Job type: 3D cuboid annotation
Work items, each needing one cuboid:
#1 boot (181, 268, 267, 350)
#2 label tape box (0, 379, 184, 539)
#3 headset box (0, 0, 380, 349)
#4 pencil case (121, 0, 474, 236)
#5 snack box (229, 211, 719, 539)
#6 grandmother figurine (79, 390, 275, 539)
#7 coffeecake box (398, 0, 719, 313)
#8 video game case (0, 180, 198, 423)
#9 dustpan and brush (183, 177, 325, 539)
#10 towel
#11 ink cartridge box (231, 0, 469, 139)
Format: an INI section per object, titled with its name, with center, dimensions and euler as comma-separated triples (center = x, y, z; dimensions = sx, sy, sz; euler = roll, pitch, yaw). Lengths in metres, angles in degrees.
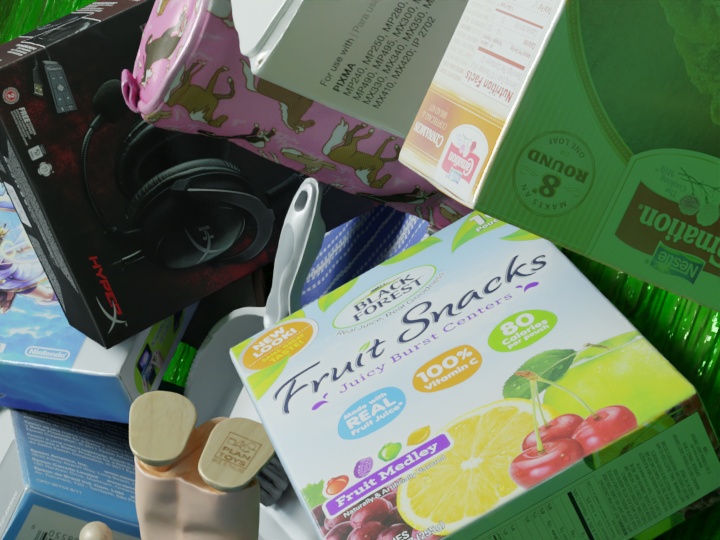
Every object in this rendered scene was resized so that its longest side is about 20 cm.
[boot]
center = -0.129, 0.016, 1.062
dimensions = 0.200, 0.146, 0.070
euler = -107, 16, -62
[label tape box]
center = -0.145, 0.116, 1.027
dimensions = 0.066, 0.143, 0.200
euler = -62, 25, 13
[headset box]
center = -0.081, -0.075, 0.923
dimensions = 0.200, 0.149, 0.077
euler = -27, 19, -17
[pencil case]
center = -0.006, -0.076, 0.822
dimensions = 0.083, 0.200, 0.087
euler = -19, 54, 59
[snack box]
center = 0.038, 0.056, 0.720
dimensions = 0.142, 0.053, 0.200
euler = -28, 27, -3
[grandmother figurine]
center = -0.077, 0.152, 0.896
dimensions = 0.061, 0.121, 0.200
euler = -49, -23, -44
[coffeecake box]
center = 0.128, -0.092, 0.612
dimensions = 0.200, 0.153, 0.073
euler = -66, 24, 8
[video game case]
center = -0.183, -0.007, 1.025
dimensions = 0.045, 0.200, 0.181
euler = 75, -152, -44
[dustpan and brush]
center = -0.039, 0.048, 0.895
dimensions = 0.140, 0.057, 0.200
euler = 40, 114, 44
[towel]
center = 0.000, 0.000, 0.967
dimensions = 0.145, 0.024, 0.200
euler = -48, 31, 37
[ink cartridge box]
center = 0.052, -0.109, 0.728
dimensions = 0.084, 0.200, 0.145
euler = -56, 27, 27
